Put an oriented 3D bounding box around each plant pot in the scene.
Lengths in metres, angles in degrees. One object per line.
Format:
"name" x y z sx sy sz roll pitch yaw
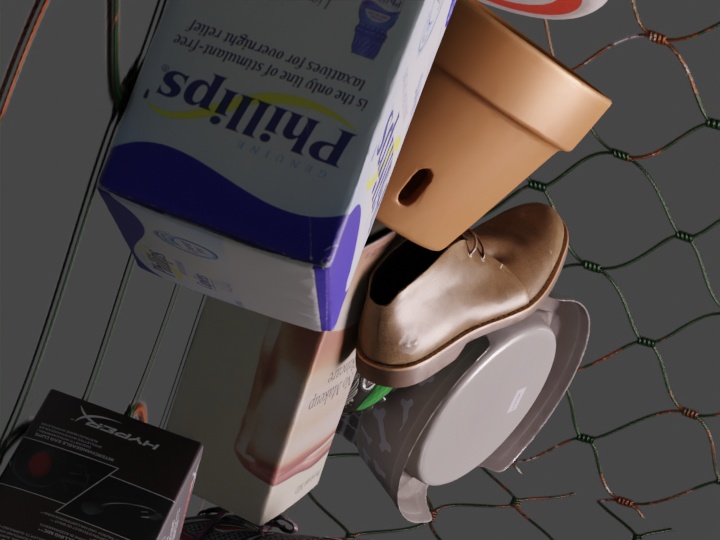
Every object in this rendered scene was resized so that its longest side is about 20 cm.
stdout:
"plant pot" 0.034 -0.107 1.378 0.140 0.200 0.200 -54 180 9

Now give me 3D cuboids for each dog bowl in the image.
"dog bowl" 0.078 0.086 1.605 0.200 0.059 0.200 -39 153 -24

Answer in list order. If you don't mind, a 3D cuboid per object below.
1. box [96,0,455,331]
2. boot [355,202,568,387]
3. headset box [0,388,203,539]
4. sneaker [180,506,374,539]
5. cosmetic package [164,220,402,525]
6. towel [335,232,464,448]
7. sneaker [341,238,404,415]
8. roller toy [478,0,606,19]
"box" -0.027 -0.090 0.994 0.184 0.105 0.200 90 21 -80
"boot" 0.072 -0.003 1.469 0.200 0.074 0.076 -37 138 -38
"headset box" -0.140 0.172 0.919 0.200 0.075 0.149 -67 175 -51
"sneaker" -0.068 0.187 1.470 0.081 0.200 0.075 62 36 -42
"cosmetic package" -0.053 0.051 1.454 0.103 0.087 0.200 -33 145 -63
"towel" -0.006 0.040 1.668 0.086 0.165 0.200 -61 170 -52
"sneaker" 0.000 0.000 1.518 0.085 0.078 0.200 12 91 -42
"roller toy" 0.126 -0.295 1.739 0.182 0.200 0.140 -2 -116 61
